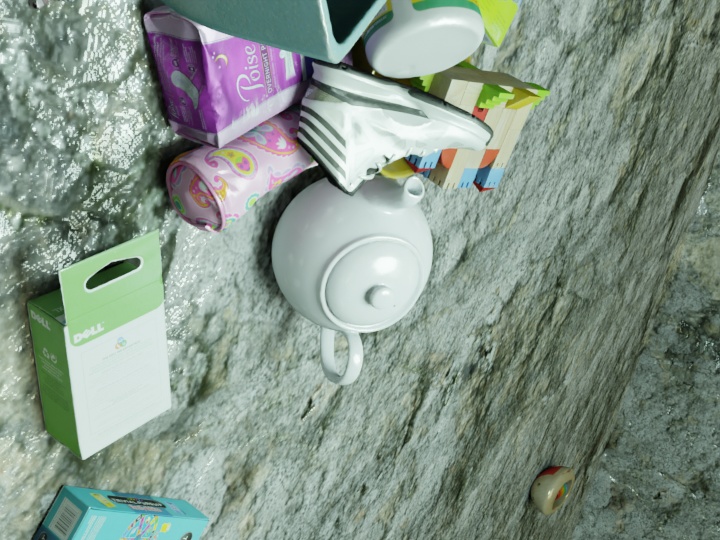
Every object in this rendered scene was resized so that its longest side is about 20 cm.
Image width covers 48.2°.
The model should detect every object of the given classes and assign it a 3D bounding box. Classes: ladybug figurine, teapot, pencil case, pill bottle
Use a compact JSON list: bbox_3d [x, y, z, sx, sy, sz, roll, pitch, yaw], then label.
[{"bbox_3d":[0.522,0.593,2.194,0.200,0.072,0.136,6,106,-56],"label":"ladybug figurine"},{"bbox_3d":[0.000,0.000,0.888,0.197,0.146,0.200,-31,127,0],"label":"teapot"},{"bbox_3d":[-0.093,-0.113,0.787,0.200,0.087,0.088,-40,141,-37],"label":"pencil case"},{"bbox_3d":[0.041,-0.296,0.761,0.113,0.113,0.200,3,71,-56],"label":"pill bottle"}]

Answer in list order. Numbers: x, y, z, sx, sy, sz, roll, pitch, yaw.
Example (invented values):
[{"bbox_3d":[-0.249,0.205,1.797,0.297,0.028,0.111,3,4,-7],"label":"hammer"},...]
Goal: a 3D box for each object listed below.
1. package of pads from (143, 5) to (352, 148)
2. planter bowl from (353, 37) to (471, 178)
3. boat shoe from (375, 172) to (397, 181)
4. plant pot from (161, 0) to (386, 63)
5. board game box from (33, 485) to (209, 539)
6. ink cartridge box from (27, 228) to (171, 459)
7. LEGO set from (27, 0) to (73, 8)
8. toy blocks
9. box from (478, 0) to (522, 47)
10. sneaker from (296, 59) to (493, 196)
[{"bbox_3d":[-0.091,-0.208,0.734,0.200,0.076,0.121,-39,137,-36],"label":"package of pads"},{"bbox_3d":[0.036,-0.212,0.908,0.200,0.083,0.201,-36,140,-39],"label":"planter bowl"},{"bbox_3d":[-0.001,-0.030,1.006,0.065,0.073,0.200,-10,124,-29],"label":"boat shoe"},{"bbox_3d":[-0.080,-0.287,0.560,0.196,0.200,0.196,-59,150,-35],"label":"plant pot"},{"bbox_3d":[-0.271,0.317,0.862,0.151,0.047,0.200,-61,149,-5],"label":"board game box"},{"bbox_3d":[-0.233,0.058,0.724,0.104,0.059,0.200,-29,134,-44],"label":"ink cartridge box"},{"bbox_3d":[-0.212,-0.240,0.458,0.200,0.154,0.116,84,29,-47],"label":"LEGO set"},{"bbox_3d":[0.112,-0.154,0.907,0.200,0.100,0.137,-6,126,-43],"label":"toy blocks"},{"bbox_3d":[0.186,-0.405,1.029,0.122,0.048,0.200,26,91,-59],"label":"box"},{"bbox_3d":[0.028,-0.124,0.785,0.200,0.076,0.115,13,108,-25],"label":"sneaker"}]
